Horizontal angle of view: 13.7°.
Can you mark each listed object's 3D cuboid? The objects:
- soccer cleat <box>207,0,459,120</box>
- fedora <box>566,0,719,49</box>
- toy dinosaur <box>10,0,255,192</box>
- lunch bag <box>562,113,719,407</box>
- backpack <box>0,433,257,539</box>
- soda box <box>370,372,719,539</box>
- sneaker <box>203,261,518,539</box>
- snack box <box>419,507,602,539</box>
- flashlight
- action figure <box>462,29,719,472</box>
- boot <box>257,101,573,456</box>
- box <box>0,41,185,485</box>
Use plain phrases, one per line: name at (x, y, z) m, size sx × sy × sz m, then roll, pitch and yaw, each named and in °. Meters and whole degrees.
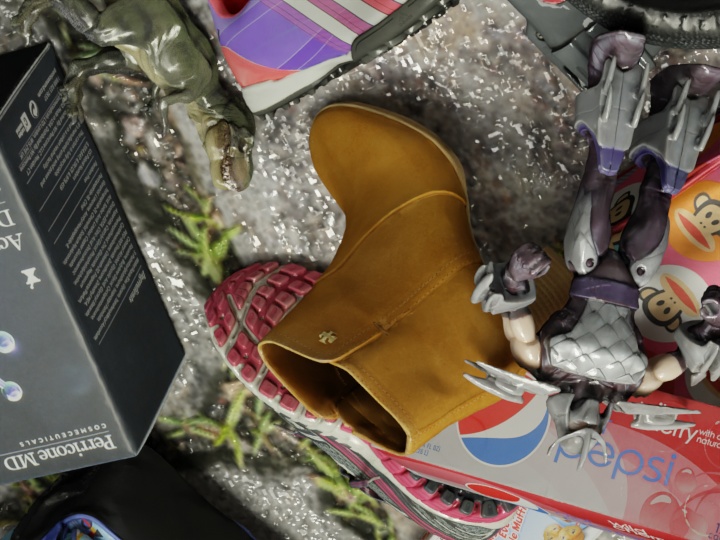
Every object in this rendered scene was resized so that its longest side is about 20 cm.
soccer cleat at (-0.008, -0.136, 1.448) m, size 0.200 × 0.068 × 0.073 m, roll -25°, pitch 97°, yaw 53°
fedora at (0.165, -0.202, 1.380) m, size 0.199 × 0.092 × 0.202 m, roll 8°, pitch 123°, yaw 12°
toy dinosaur at (-0.125, -0.123, 1.528) m, size 0.088 × 0.048 × 0.201 m, roll -23°, pitch 111°, yaw 9°
lunch bag at (0.212, 0.018, 1.500) m, size 0.176 × 0.082 × 0.200 m, roll -33°, pitch 107°, yaw 27°
backpack at (-0.142, 0.215, 1.673) m, size 0.182 × 0.135 × 0.200 m, roll 42°, pitch 123°, yaw -10°
soda box at (0.110, 0.088, 1.472) m, size 0.199 × 0.063 × 0.070 m, roll 14°, pitch 79°, yaw 27°
sneaker at (-0.004, 0.077, 1.586) m, size 0.200 × 0.081 × 0.075 m, roll 40°, pitch 152°, yaw 8°
snack box at (0.095, 0.128, 1.626) m, size 0.072 × 0.024 × 0.200 m, roll 35°, pitch 121°, yaw -4°
flashlight at (0.073, -0.172, 1.440) m, size 0.200 × 0.068 × 0.068 m, roll 44°, pitch 86°, yaw -14°
action figure at (0.117, -0.005, 1.399) m, size 0.129 × 0.069 × 0.201 m, roll 15°, pitch 81°, yaw -22°
boot at (0.000, 0.001, 1.466) m, size 0.201 × 0.144 × 0.071 m, roll 38°, pitch 143°, yaw 32°
box at (-0.204, 0.004, 1.583) m, size 0.148 × 0.107 × 0.201 m, roll -13°, pitch 116°, yaw 20°
